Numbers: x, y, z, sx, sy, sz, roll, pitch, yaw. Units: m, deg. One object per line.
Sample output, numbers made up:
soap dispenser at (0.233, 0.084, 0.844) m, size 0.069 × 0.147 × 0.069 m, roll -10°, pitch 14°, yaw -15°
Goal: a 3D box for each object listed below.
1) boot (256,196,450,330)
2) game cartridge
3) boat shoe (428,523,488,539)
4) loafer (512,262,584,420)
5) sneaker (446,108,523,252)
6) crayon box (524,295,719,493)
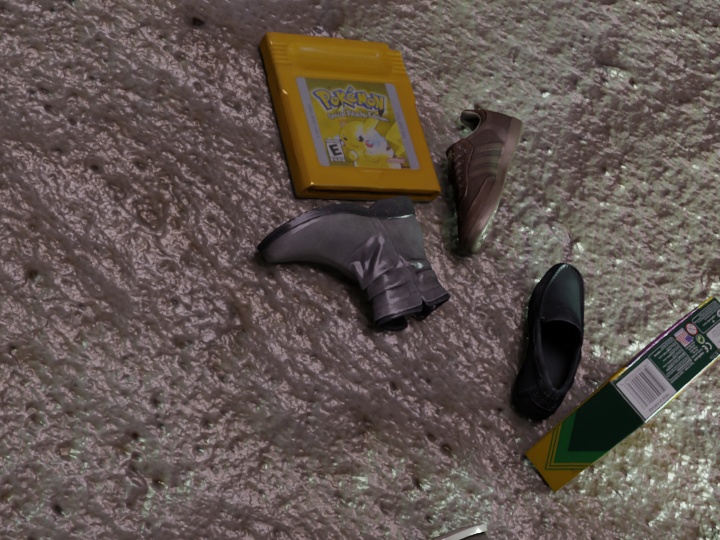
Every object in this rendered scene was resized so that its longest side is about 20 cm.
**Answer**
boot at (0.000, 0.000, 1.662) m, size 0.199 × 0.070 × 0.132 m, roll -12°, pitch 74°, yaw -31°
game cartridge at (-0.011, -0.170, 1.779) m, size 0.175 × 0.032 × 0.201 m, roll 0°, pitch 63°, yaw -31°
boat shoe at (0.045, 0.294, 1.505) m, size 0.199 × 0.072 × 0.060 m, roll -19°, pitch 78°, yaw -33°
loafer at (0.215, 0.069, 1.742) m, size 0.068 × 0.070 × 0.201 m, roll 29°, pitch 51°, yaw -13°
sneaker at (0.125, -0.103, 1.810) m, size 0.075 × 0.071 × 0.201 m, roll 19°, pitch 48°, yaw 4°
crayon box at (0.285, 0.129, 1.680) m, size 0.200 × 0.173 × 0.058 m, roll -33°, pitch 78°, yaw -39°
